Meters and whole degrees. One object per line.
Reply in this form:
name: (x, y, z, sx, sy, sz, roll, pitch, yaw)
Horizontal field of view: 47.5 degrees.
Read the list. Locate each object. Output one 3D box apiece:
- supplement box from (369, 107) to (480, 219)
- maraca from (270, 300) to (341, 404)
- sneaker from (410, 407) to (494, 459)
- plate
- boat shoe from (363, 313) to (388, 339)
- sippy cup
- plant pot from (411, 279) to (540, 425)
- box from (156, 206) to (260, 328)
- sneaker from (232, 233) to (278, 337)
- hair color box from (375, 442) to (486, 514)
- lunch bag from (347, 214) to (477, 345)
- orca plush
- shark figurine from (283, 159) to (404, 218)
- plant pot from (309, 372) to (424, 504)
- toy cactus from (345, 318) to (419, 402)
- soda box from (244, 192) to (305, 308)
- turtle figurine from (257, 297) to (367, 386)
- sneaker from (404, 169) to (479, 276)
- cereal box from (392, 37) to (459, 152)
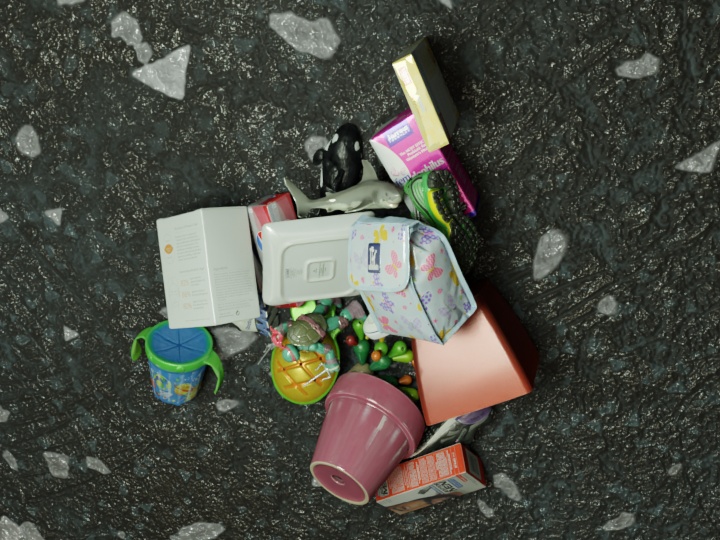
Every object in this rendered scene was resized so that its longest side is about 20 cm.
supplement box: (0.112, -0.171, 1.395, 0.100, 0.104, 0.202, -28, 102, 21)
maraca: (-0.101, 0.156, 1.579, 0.134, 0.107, 0.205, 16, 89, 3)
sneaker: (0.177, 0.320, 1.596, 0.087, 0.076, 0.200, 39, 115, -12)
plate: (-0.073, -0.010, 1.427, 0.195, 0.033, 0.202, -7, 138, -12)
boat shoe: (0.069, 0.035, 1.473, 0.201, 0.075, 0.086, -40, 126, 10)
sippy cup: (-0.367, 0.192, 1.644, 0.178, 0.137, 0.133, 44, 135, 36)
plant pot: (0.190, 0.131, 1.457, 0.196, 0.200, 0.180, -22, 95, 20)
box: (-0.277, -0.005, 1.488, 0.150, 0.105, 0.206, -6, 90, 45)
sneaker: (-0.231, 0.038, 1.570, 0.112, 0.081, 0.204, -3, 113, 12)
hair color box: (0.136, 0.415, 1.620, 0.197, 0.065, 0.111, -23, 143, 21)
lunch bag: (0.068, 0.007, 1.329, 0.168, 0.127, 0.203, 7, 129, 52)
orca plush: (-0.054, -0.157, 1.455, 0.104, 0.071, 0.202, 34, 115, -2)
shark figurine: (-0.014, -0.141, 1.395, 0.209, 0.128, 0.092, -2, 94, 21)
plant pot: (0.000, 0.326, 1.540, 0.196, 0.181, 0.202, 21, 144, 16)
toy cactus: (0.030, 0.191, 1.574, 0.164, 0.103, 0.200, -34, 110, 33)
soda box: (-0.145, -0.036, 1.517, 0.062, 0.070, 0.204, -1, 113, 39)
turtle figurine: (-0.087, 0.121, 1.493, 0.149, 0.200, 0.102, 38, 152, 17)
sneaker: (0.134, -0.074, 1.344, 0.084, 0.078, 0.204, 7, 126, 47)
cereal box: (0.106, -0.283, 1.296, 0.039, 0.201, 0.146, -20, 106, 19)
